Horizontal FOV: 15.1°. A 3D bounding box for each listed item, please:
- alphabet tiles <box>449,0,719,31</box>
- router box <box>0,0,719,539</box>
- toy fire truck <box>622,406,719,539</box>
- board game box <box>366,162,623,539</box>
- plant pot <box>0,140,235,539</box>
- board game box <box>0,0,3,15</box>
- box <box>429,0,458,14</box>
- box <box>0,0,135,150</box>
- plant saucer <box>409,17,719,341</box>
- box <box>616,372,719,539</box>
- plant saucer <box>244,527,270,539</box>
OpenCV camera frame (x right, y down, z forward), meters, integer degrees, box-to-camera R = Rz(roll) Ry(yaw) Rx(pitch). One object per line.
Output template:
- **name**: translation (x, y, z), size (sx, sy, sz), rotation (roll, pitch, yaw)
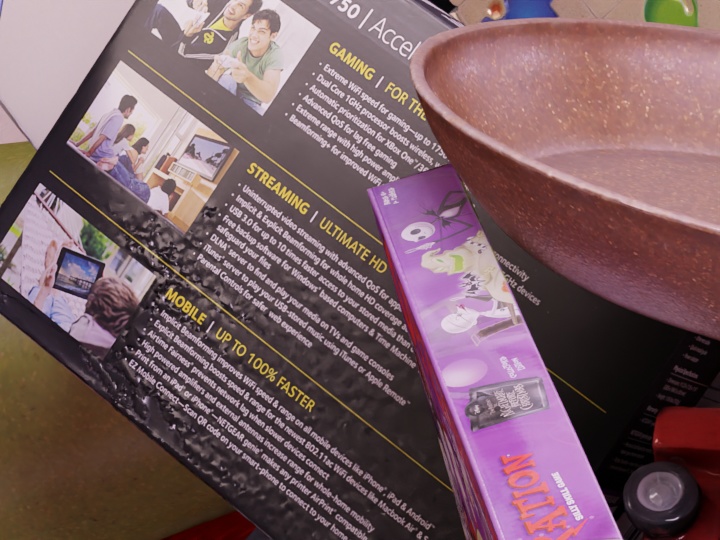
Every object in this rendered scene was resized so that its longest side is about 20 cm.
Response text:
- **alphabet tiles**: translation (0.101, -0.056, 0.773), size (0.166, 0.006, 0.200), rotation (-42, 75, 21)
- **router box**: translation (0.000, 0.000, 0.781), size (0.200, 0.051, 0.150), rotation (38, 98, 22)
- **toy fire truck**: translation (0.137, 0.089, 0.700), size (0.140, 0.049, 0.201), rotation (2, 53, 17)
- **board game box**: translation (0.043, 0.072, 0.611), size (0.032, 0.121, 0.200), rotation (-13, 29, -3)
- **plant pot**: translation (-0.091, 0.025, 1.011), size (0.183, 0.201, 0.201), rotation (-14, 42, 27)
- **board game box**: translation (-0.151, 0.014, 0.832), size (0.199, 0.043, 0.201), rotation (121, 158, -62)
- **box**: translation (0.072, -0.097, 0.913), size (0.200, 0.124, 0.197), rotation (-40, 5, 13)
- **box**: translation (-0.050, -0.134, 0.936), size (0.200, 0.078, 0.095), rotation (-36, 7, 9)
- **plant saucer**: translation (0.107, -0.017, 0.659), size (0.200, 0.199, 0.037), rotation (-134, 50, -60)
- **box**: translation (0.120, 0.030, 0.817), size (0.121, 0.032, 0.200), rotation (21, 63, 41)
- **plant saucer**: translation (0.013, 0.131, 0.875), size (0.200, 0.039, 0.202), rotation (-32, 34, 24)
